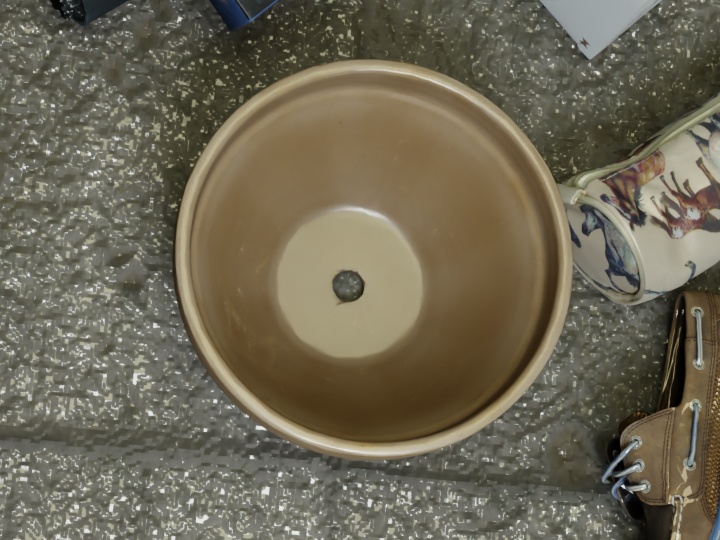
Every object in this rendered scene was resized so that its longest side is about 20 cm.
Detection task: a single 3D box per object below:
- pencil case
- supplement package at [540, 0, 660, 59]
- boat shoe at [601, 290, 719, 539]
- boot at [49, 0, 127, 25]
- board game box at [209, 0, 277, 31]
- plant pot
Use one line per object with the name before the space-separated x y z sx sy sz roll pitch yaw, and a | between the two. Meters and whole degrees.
pencil case | 0.196 -0.059 1.023 0.200 0.078 0.090 -32 107 -15
supplement package | 0.176 -0.229 1.037 0.200 0.110 0.114 -41 88 -15
boat shoe | 0.166 0.103 0.997 0.072 0.072 0.200 23 66 -1
boot | -0.127 -0.246 0.998 0.168 0.076 0.201 -25 91 -18
board game box | -0.070 -0.244 0.960 0.135 0.035 0.200 -41 103 -19
plant pot | 0.000 0.000 0.967 0.200 0.093 0.202 2 79 -12
